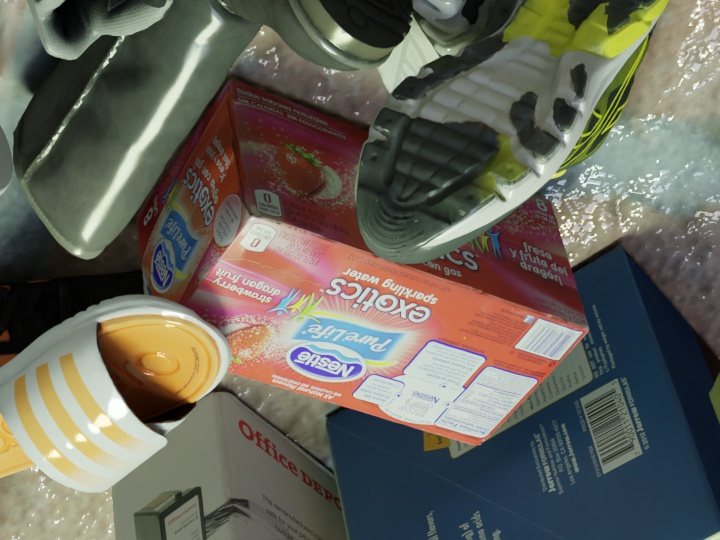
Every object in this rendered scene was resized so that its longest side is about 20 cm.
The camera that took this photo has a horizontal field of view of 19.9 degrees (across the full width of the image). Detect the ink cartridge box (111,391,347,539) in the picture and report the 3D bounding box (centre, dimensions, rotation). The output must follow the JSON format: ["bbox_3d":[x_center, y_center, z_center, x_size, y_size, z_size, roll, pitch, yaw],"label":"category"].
[{"bbox_3d":[-0.055,0.189,1.105,0.084,0.201,0.145,-30,134,19],"label":"ink cartridge box"}]

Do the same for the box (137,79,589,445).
[{"bbox_3d":[0.000,0.000,1.005,0.199,0.096,0.100,18,129,-29],"label":"box"}]

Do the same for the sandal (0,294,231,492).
[{"bbox_3d":[-0.143,0.079,0.960,0.206,0.060,0.079,-27,134,30],"label":"sandal"}]

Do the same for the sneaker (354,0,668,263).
[{"bbox_3d":[0.071,-0.061,0.869,0.200,0.074,0.085,-45,153,-28],"label":"sneaker"}]

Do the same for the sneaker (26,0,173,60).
[{"bbox_3d":[-0.079,-0.164,0.809,0.074,0.116,0.201,14,129,-26],"label":"sneaker"}]

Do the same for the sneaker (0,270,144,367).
[{"bbox_3d":[-0.184,0.036,1.011,0.198,0.070,0.090,-18,139,6],"label":"sneaker"}]

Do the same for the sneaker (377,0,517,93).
[{"bbox_3d":[0.031,-0.110,0.934,0.080,0.076,0.201,16,152,20],"label":"sneaker"}]

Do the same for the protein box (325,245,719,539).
[{"bbox_3d":[0.110,0.137,1.096,0.199,0.200,0.135,-31,133,17],"label":"protein box"}]

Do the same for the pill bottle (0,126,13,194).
[{"bbox_3d":[-0.253,-0.013,0.916,0.199,0.113,0.112,-37,132,20],"label":"pill bottle"}]

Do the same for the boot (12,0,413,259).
[{"bbox_3d":[-0.072,-0.081,0.854,0.072,0.183,0.200,31,116,-31],"label":"boot"}]
